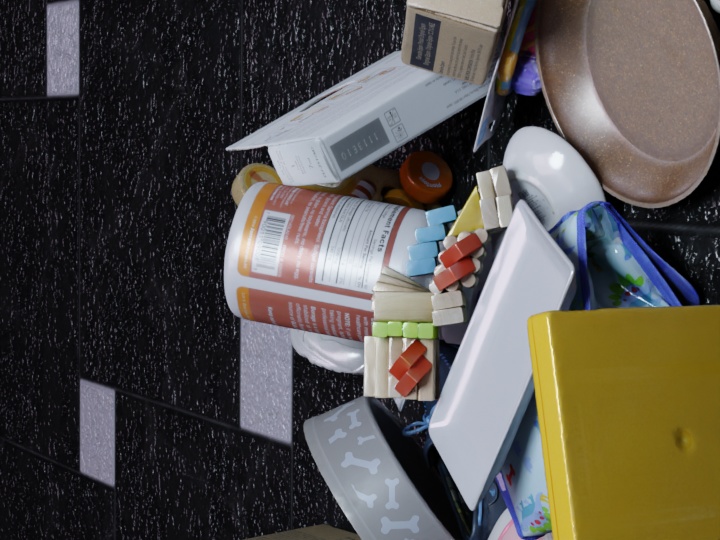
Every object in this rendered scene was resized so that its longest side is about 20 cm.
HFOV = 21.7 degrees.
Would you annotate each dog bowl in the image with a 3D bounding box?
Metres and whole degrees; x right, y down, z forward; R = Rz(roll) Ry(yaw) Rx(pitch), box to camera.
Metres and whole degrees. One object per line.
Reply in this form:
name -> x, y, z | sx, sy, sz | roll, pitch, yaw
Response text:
dog bowl -> 0.033, 0.191, 1.562 | 0.058, 0.200, 0.201 | -35, 50, 6

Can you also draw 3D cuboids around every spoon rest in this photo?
spoon rest -> 0.128, -0.056, 1.474 | 0.100, 0.061, 0.200 | 54, 151, -6

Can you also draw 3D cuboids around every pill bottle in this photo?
pill bottle -> 0.000, 0.000, 1.493 | 0.112, 0.198, 0.113 | 11, -90, -77

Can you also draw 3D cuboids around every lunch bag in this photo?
lunch bag -> 0.163, 0.072, 1.364 | 0.170, 0.126, 0.202 | -42, 65, 54

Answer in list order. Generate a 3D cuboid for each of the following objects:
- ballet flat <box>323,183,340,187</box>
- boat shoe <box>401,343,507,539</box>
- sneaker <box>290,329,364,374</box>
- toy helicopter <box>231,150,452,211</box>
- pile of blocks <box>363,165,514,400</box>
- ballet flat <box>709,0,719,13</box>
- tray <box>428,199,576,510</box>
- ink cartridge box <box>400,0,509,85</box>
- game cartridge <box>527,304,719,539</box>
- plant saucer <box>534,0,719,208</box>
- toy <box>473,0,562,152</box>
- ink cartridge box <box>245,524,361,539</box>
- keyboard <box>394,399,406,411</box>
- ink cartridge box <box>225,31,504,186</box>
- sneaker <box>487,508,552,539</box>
ballet flat -> 0.010, -0.021, 1.700 | 0.064, 0.075, 0.201 | -40, 66, 43
boat shoe -> 0.085, 0.140, 1.563 | 0.201, 0.068, 0.085 | 63, 141, 40
sneaker -> -0.028, 0.018, 1.759 | 0.200, 0.077, 0.100 | 51, 131, 46
toy helicopter -> -0.015, -0.042, 1.600 | 0.079, 0.198, 0.133 | 131, 145, -52
pile of blocks -> 0.053, 0.008, 1.395 | 0.201, 0.082, 0.062 | -65, -7, 1
ballet flat -> 0.248, -0.216, 1.273 | 0.070, 0.069, 0.201 | -65, 34, 38
tray -> 0.104, 0.061, 1.336 | 0.108, 0.022, 0.201 | -121, 46, -56
ink cartridge box -> 0.090, -0.259, 1.409 | 0.165, 0.074, 0.202 | 86, -160, -81
game cartridge -> 0.201, 0.112, 1.222 | 0.032, 0.198, 0.178 | -19, 74, 57
plant saucer -> 0.199, -0.146, 1.342 | 0.200, 0.036, 0.202 | 37, 137, 44
toy -> 0.139, -0.193, 1.448 | 0.115, 0.047, 0.202 | -46, -31, -68
ink cartridge box -> -0.054, 0.293, 1.708 | 0.199, 0.163, 0.076 | 3, 98, 61
keyboard -> -0.001, 0.025, 1.635 | 0.056, 0.011, 0.201 | 93, 154, -67
ink cartridge box -> 0.007, -0.131, 1.564 | 0.173, 0.199, 0.044 | -2, 117, 61
sneaker -> 0.125, 0.291, 1.492 | 0.105, 0.075, 0.202 | 54, 132, 52
